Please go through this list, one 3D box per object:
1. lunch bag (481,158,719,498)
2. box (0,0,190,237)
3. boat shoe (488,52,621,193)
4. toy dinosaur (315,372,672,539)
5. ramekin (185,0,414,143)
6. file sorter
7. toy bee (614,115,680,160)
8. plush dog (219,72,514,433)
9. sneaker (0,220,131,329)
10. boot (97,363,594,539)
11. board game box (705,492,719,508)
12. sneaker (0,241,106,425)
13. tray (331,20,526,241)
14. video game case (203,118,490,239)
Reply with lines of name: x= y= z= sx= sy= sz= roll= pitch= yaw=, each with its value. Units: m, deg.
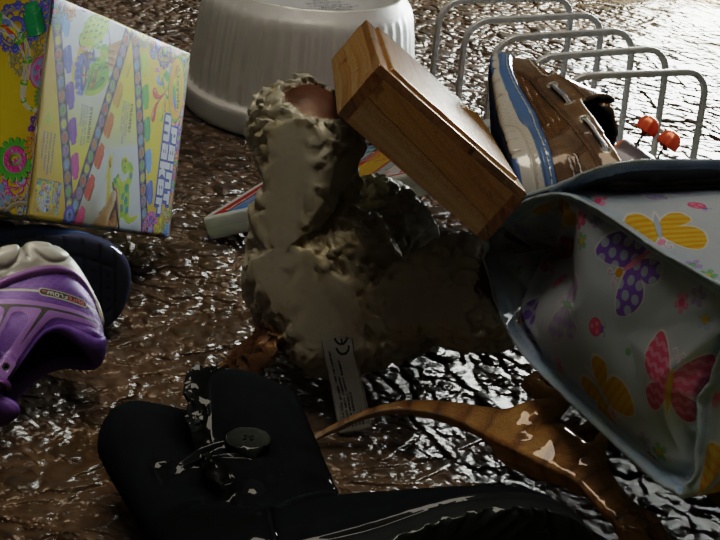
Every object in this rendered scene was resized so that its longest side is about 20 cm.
lunch bag: x=0.175 y=0.009 z=0.816 sx=0.168 sy=0.129 sz=0.200 roll=-2 pitch=24 yaw=-27
box: x=-0.234 y=-0.094 z=0.991 sx=0.198 sy=0.124 sz=0.192 roll=7 pitch=-1 yaw=17
boat shoe: x=0.116 y=-0.076 z=0.978 sx=0.071 sy=0.073 sz=0.201 roll=-6 pitch=29 yaw=1
toy dinosaur: x=0.083 y=0.083 z=0.846 sx=0.199 sy=0.061 sz=0.106 roll=22 pitch=29 yaw=32
ramekin: x=-0.046 y=-0.186 z=1.371 sx=0.198 sy=0.106 sz=0.201 roll=6 pitch=23 yaw=-2
file sorter: x=0.150 y=-0.120 z=1.248 sx=0.137 sy=0.126 sz=0.200 roll=-6 pitch=27 yaw=-25
toy bee: x=0.153 y=-0.049 z=1.057 sx=0.130 sy=0.109 sz=0.200 roll=27 pitch=23 yaw=1
plush dog: x=0.000 y=0.000 z=0.960 sx=0.200 sy=0.161 sz=0.172 roll=42 pitch=17 yaw=9
sneaker: x=-0.228 y=0.004 z=0.930 sx=0.198 sy=0.075 sz=0.082 roll=-4 pitch=23 yaw=-26
boot: x=-0.012 y=0.101 z=0.756 sx=0.198 sy=0.077 sz=0.168 roll=-7 pitch=30 yaw=-15
board game box: x=0.236 y=0.071 z=0.918 sx=0.164 sy=0.057 sz=0.200 roll=-8 pitch=27 yaw=-27
sneaker: x=-0.215 y=0.049 z=0.827 sx=0.199 sy=0.081 sz=0.084 roll=-23 pitch=67 yaw=-30
tray: x=0.033 y=-0.082 z=0.898 sx=0.098 sy=0.037 sz=0.200 roll=40 pitch=9 yaw=-11
video game case: x=0.010 y=-0.066 z=1.118 sx=0.198 sy=0.018 sz=0.143 roll=-10 pitch=14 yaw=29
